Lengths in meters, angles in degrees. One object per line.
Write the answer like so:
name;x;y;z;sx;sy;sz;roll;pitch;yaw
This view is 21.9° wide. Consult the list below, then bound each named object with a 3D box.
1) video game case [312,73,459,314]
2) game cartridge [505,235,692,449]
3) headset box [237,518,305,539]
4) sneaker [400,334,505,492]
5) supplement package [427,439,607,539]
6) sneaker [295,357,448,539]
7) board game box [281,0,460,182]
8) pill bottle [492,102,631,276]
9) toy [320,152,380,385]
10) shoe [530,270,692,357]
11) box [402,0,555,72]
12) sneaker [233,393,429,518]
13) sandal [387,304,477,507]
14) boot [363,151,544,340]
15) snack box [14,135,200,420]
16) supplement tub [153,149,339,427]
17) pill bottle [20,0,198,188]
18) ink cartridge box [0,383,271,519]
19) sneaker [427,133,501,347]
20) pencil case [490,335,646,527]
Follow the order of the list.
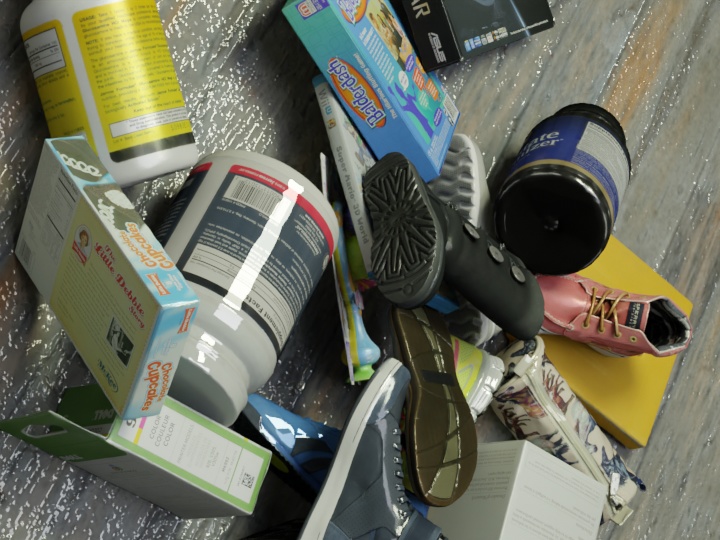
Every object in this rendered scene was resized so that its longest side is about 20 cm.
video game case;0.023;-0.068;1.661;0.143;0.018;0.201;25;43;-55
game cartridge;0.241;0.055;1.882;0.200;0.032;0.177;37;61;-25
headset box;-0.094;0.303;1.540;0.199;0.077;0.150;-16;91;-38
sneaker;0.050;0.139;1.694;0.090;0.078;0.200;38;58;-11
supplement package;0.127;0.271;1.695;0.117;0.117;0.201;32;64;-31
sneaker;0.040;0.185;1.525;0.146;0.077;0.203;20;78;7
board game box;0.013;-0.187;1.688;0.200;0.045;0.152;57;23;-16
pill bottle;0.199;-0.085;1.785;0.112;0.112;0.200;58;27;-15
toy;0.000;0.000;1.647;0.047;0.115;0.201;-4;86;4
shoe;0.230;0.037;1.782;0.200;0.091;0.072;23;72;-41
box;0.102;-0.288;1.789;0.200;0.043;0.161;-26;99;-54
sneaker;-0.026;0.161;1.602;0.200;0.066;0.079;41;72;-6
sandal;0.050;0.117;1.631;0.081;0.055;0.201;13;53;-41
boot;0.088;0.009;1.610;0.200;0.065;0.165;43;30;-40
snack box;-0.197;0.003;1.420;0.037;0.117;0.200;-8;46;-36
supplement tub;-0.115;0.014;1.529;0.140;0.140;0.201;43;57;-25
pill bottle;-0.209;-0.167;1.507;0.112;0.112;0.201;-18;94;-39
ink cartridge box;-0.181;0.133;1.483;0.200;0.104;0.060;31;65;-30
sneaker;0.102;-0.030;1.770;0.082;0.074;0.201;-9;95;-52
pencil case;0.191;0.155;1.783;0.078;0.089;0.200;-43;109;-19
